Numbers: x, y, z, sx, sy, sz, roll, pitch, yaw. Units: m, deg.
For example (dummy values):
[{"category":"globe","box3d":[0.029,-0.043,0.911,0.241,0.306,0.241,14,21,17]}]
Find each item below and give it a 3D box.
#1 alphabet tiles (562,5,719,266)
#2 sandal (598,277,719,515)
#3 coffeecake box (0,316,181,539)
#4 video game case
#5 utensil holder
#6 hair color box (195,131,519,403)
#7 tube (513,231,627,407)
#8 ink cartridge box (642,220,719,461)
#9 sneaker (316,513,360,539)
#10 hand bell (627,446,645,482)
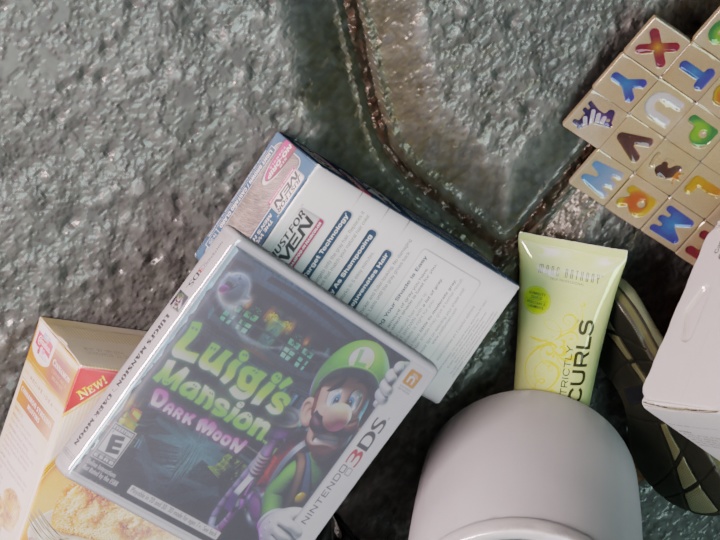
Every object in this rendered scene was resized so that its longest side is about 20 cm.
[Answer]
[{"category":"alphabet tiles","box3d":[0.245,-0.087,1.673,0.199,0.006,0.167,31,114,-23]},{"category":"sandal","box3d":[0.223,0.087,1.737,0.057,0.080,0.202,-35,108,-35]},{"category":"coffeecake box","box3d":[-0.157,0.142,1.564,0.153,0.073,0.201,9,110,-34]},{"category":"video game case","box3d":[-0.067,0.091,1.530,0.200,0.023,0.182,34,93,-39]},{"category":"utensil holder","box3d":[0.111,0.197,1.643,0.169,0.200,0.171,3,115,5]},{"category":"hair color box","box3d":[0.000,0.000,1.589,0.200,0.061,0.100,30,98,-39]},{"category":"tube","box3d":[0.136,0.069,1.717,0.058,0.052,0.201,-8,120,-27]},{"category":"ink cartridge box","box3d":[0.309,0.077,1.697,0.200,0.085,0.148,34,73,-33]},{"category":"sneaker","box3d":[-0.016,0.210,1.688,0.199,0.071,0.098,10,112,-34]},{"category":"hand bell","box3d":[0.240,0.139,1.810,0.199,0.104,0.105,-9,121,-14]}]
